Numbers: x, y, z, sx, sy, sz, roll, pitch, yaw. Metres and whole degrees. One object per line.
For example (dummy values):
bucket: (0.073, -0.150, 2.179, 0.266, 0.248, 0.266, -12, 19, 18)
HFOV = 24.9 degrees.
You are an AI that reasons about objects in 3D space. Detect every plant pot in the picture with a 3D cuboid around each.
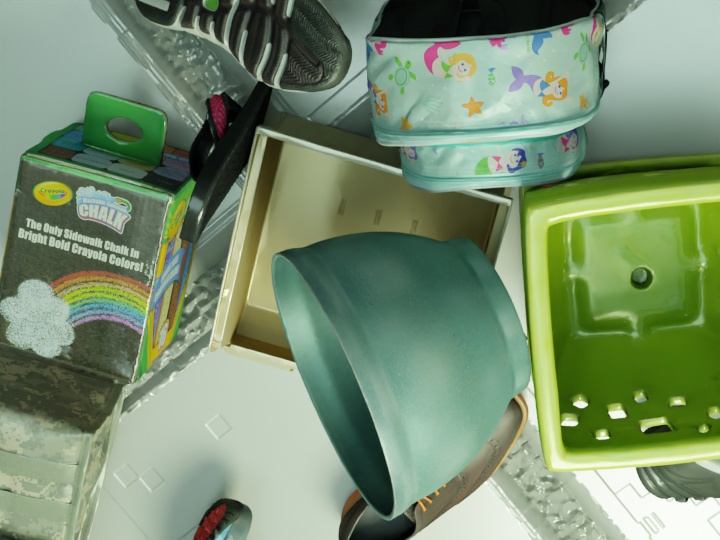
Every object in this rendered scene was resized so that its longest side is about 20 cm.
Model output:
plant pot: (0.212, 0.017, 1.194, 0.197, 0.182, 0.202, -6, 105, 0)
plant pot: (0.037, 0.056, 1.152, 0.133, 0.200, 0.202, -23, 103, -12)

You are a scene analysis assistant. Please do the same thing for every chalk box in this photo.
chalk box: (-0.196, -0.038, 1.271, 0.124, 0.124, 0.202, 16, 107, 4)

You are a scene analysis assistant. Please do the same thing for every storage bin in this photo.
storage bin: (0.000, 0.000, 1.275, 0.198, 0.094, 0.200, 16, 108, 3)

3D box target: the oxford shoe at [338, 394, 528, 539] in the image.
oxford shoe: (0.060, 0.173, 1.328, 0.071, 0.073, 0.200, 43, 107, -5)

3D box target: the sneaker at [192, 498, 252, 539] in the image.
sneaker: (-0.109, 0.282, 1.395, 0.095, 0.080, 0.202, 13, 117, -6)

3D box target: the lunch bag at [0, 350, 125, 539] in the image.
lunch bag: (-0.302, 0.179, 1.364, 0.162, 0.118, 0.202, 16, 114, 2)

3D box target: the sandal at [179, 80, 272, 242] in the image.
sandal: (-0.106, -0.095, 1.207, 0.045, 0.201, 0.076, 21, 126, 3)

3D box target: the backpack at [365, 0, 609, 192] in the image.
backpack: (0.089, -0.136, 1.160, 0.175, 0.200, 0.152, -2, 102, 9)

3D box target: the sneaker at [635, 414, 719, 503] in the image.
sneaker: (0.303, 0.160, 1.298, 0.199, 0.071, 0.099, 24, 155, -25)

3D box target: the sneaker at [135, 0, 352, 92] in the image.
sneaker: (-0.063, -0.191, 1.209, 0.199, 0.115, 0.076, 30, 110, 28)
